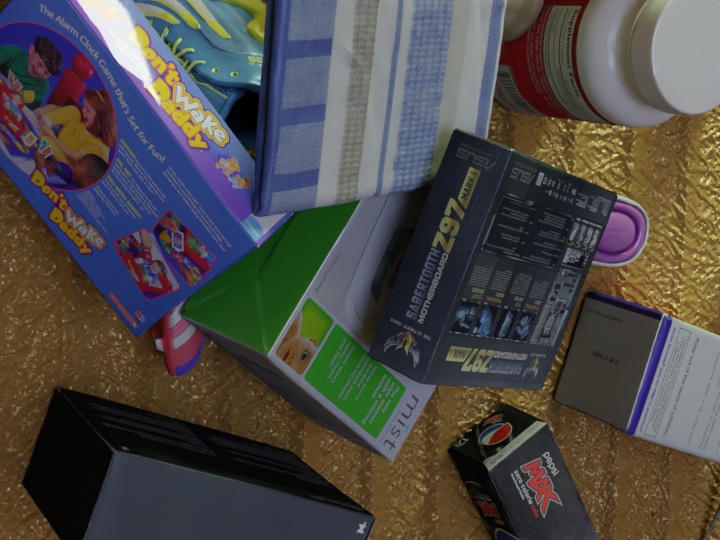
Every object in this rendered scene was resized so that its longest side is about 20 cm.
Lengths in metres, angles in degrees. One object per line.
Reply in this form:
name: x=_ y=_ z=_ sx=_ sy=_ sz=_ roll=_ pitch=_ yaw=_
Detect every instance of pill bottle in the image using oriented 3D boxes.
pill bottle: x=0.179 y=-0.164 z=0.975 sx=0.111 sy=0.199 sz=0.114 roll=-6 pitch=103 yaw=-28

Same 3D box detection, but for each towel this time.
towel: x=0.015 y=-0.117 z=0.813 sx=0.198 sy=0.024 sz=0.149 roll=-15 pitch=119 yaw=-42

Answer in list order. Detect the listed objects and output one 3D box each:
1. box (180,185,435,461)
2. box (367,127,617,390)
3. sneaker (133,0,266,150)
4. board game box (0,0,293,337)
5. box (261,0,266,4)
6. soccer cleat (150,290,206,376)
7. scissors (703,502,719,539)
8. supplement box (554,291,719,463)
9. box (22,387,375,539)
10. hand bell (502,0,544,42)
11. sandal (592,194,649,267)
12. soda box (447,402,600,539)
box: x=0.000 y=0.000 z=0.936 sx=0.202 sy=0.096 sz=0.177 roll=-58 pitch=137 yaw=-13
box: x=0.097 y=0.000 z=0.918 sx=0.199 sy=0.051 sz=0.160 roll=9 pitch=102 yaw=-58
sneaker: x=-0.099 y=-0.139 z=0.842 sx=0.198 sy=0.105 sz=0.076 roll=28 pitch=118 yaw=0
board game box: x=-0.151 y=-0.074 z=0.812 sx=0.201 sy=0.134 sz=0.045 roll=53 pitch=39 yaw=-7
box: x=-0.094 y=-0.244 z=0.893 sx=0.199 sy=0.049 sz=0.083 roll=37 pitch=81 yaw=-29
soccer cleat: x=-0.106 y=-0.028 z=0.917 sx=0.075 sy=0.067 sz=0.204 roll=1 pitch=95 yaw=-13
scissors: x=0.353 y=0.166 z=1.217 sx=0.014 sy=0.073 sz=0.203 roll=22 pitch=90 yaw=-3
supplement box: x=0.280 y=0.100 z=1.140 sx=0.198 sy=0.101 sz=0.105 roll=18 pitch=91 yaw=-30
box: x=-0.111 y=0.157 z=0.909 sx=0.198 sy=0.141 sz=0.080 roll=20 pitch=89 yaw=-30
hand bell: x=0.025 y=-0.197 z=0.917 sx=0.198 sy=0.103 sz=0.106 roll=-17 pitch=108 yaw=-37
sandal: x=0.159 y=-0.037 z=1.075 sx=0.200 sy=0.050 sz=0.084 roll=-4 pitch=101 yaw=-29
soda box: x=0.149 y=0.215 z=1.111 sx=0.070 sy=0.063 sz=0.202 roll=-35 pitch=114 yaw=-19
